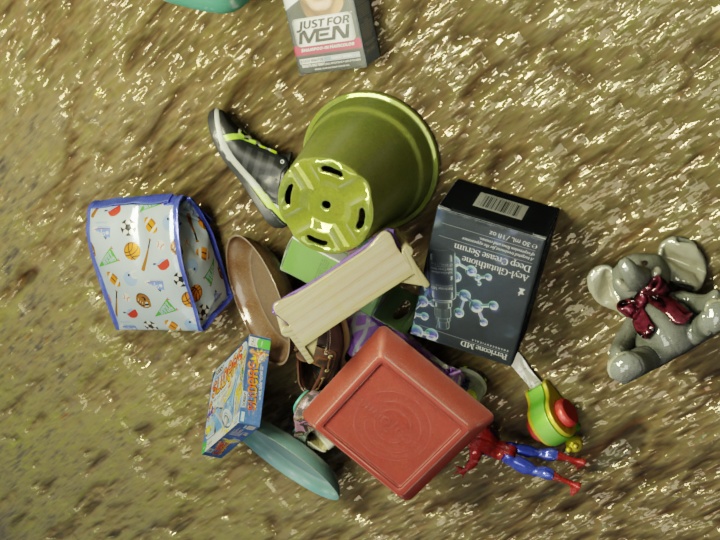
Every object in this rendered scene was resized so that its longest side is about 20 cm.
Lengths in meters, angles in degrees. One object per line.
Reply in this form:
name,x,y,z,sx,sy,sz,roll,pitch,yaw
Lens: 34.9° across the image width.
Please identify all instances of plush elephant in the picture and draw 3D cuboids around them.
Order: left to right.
plush elephant,0.372,0.038,1.462,0.164,0.200,0.155,-33,77,17

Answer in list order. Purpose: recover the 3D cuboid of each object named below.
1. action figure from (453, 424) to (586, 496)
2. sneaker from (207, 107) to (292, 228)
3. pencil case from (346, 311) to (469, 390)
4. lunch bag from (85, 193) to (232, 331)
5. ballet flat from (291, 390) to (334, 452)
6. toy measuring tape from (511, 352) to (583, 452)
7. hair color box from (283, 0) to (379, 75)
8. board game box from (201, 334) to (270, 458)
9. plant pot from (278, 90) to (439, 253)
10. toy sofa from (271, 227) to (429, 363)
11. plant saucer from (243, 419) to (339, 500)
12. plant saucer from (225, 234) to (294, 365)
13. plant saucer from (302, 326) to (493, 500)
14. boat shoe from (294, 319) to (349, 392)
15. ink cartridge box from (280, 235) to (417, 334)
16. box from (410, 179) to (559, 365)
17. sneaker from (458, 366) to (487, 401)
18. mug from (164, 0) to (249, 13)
action figure,0.216,0.277,1.673,0.199,0.065,0.099,21,150,-4
sneaker,-0.136,-0.155,1.619,0.083,0.072,0.200,-32,102,10
pencil case,0.054,0.123,1.623,0.200,0.084,0.086,35,138,26
lunch bag,-0.302,-0.021,1.704,0.170,0.124,0.200,-3,119,25
ballet flat,-0.064,0.231,1.705,0.071,0.069,0.200,40,163,11
toy measuring tape,0.247,0.184,1.618,0.074,0.074,0.200,-35,98,30
hair color box,-0.047,-0.361,1.479,0.099,0.061,0.201,-3,112,23
board game box,-0.187,0.191,1.708,0.034,0.136,0.200,14,153,-18
plant pot,-0.015,-0.115,1.511,0.200,0.184,0.201,8,116,17
toy sofa,-0.019,0.021,1.493,0.200,0.083,0.098,-34,110,3
plant saucer,-0.110,0.286,1.773,0.200,0.027,0.200,30,159,13
plant saucer,-0.137,0.038,1.667,0.200,0.037,0.201,45,147,41
plant saucer,0.045,0.206,1.564,0.199,0.037,0.200,39,118,-3
boat shoe,-0.058,0.110,1.621,0.070,0.070,0.200,46,154,31
ink cartridge box,0.000,0.000,1.606,0.200,0.104,0.059,28,121,7
box,0.166,0.002,1.542,0.148,0.107,0.201,17,120,12
sneaker,0.096,0.211,1.685,0.075,0.076,0.200,46,122,-6
mug,-0.180,-0.419,1.449,0.114,0.152,0.186,17,121,13
